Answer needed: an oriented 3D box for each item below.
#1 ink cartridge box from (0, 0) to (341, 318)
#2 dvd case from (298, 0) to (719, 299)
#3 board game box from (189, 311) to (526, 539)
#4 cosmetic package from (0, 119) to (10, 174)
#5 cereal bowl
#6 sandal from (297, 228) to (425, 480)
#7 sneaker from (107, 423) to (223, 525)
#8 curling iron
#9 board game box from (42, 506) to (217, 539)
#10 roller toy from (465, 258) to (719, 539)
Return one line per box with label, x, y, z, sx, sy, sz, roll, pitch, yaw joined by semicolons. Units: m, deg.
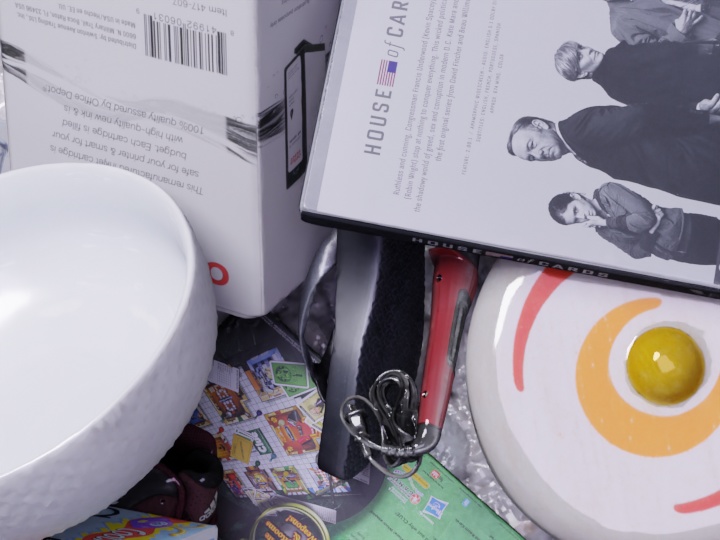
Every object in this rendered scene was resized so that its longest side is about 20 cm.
ink cartridge box;-0.088;-0.096;1.120;0.146;0.084;0.200;17;125;25
dvd case;0.084;-0.076;1.076;0.200;0.025;0.151;11;76;2
board game box;-0.015;0.115;1.189;0.200;0.023;0.105;42;85;8
cosmetic package;-0.246;-0.015;1.142;0.052;0.200;0.151;2;80;48
cereal bowl;-0.152;0.049;1.073;0.200;0.083;0.200;-15;42;14
sandal;0.000;0.000;1.145;0.043;0.076;0.201;10;101;24
sneaker;-0.082;0.148;1.141;0.200;0.076;0.116;47;125;7
curling iron;0.034;0.001;1.117;0.049;0.026;0.200;9;68;18
board game box;-0.176;0.161;1.105;0.200;0.105;0.103;7;101;30
roller toy;0.139;0.051;1.128;0.182;0.140;0.200;38;88;7
